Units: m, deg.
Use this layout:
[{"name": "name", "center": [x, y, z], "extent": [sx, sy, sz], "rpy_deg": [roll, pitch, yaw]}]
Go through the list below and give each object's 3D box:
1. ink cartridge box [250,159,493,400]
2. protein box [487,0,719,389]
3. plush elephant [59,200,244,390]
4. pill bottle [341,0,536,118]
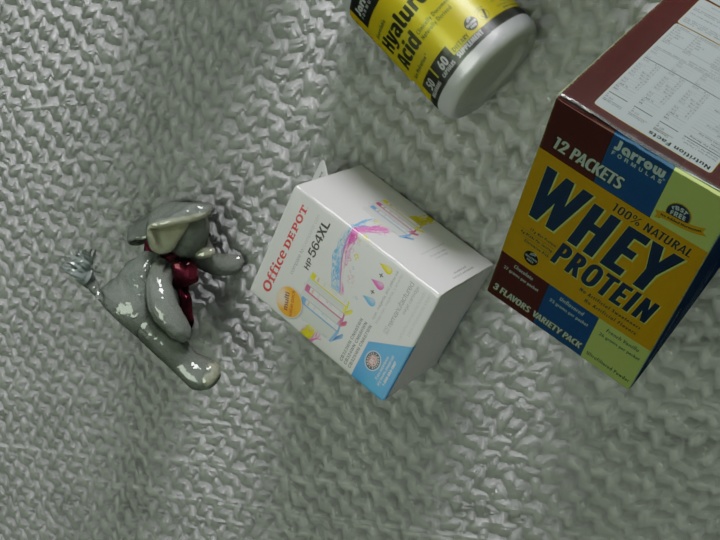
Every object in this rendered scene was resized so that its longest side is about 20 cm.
[{"name": "ink cartridge box", "center": [0.000, 0.000, 1.003], "extent": [0.199, 0.125, 0.130], "rpy_deg": [37, 119, 17]}, {"name": "protein box", "center": [0.221, -0.065, 0.772], "extent": [0.134, 0.200, 0.200], "rpy_deg": [35, 142, 19]}, {"name": "plush elephant", "center": [-0.202, -0.002, 1.125], "extent": [0.155, 0.164, 0.200], "rpy_deg": [-48, 113, -5]}, {"name": "pill bottle", "center": [0.052, -0.241, 0.918], "extent": [0.200, 0.111, 0.112], "rpy_deg": [48, 121, 13]}]
